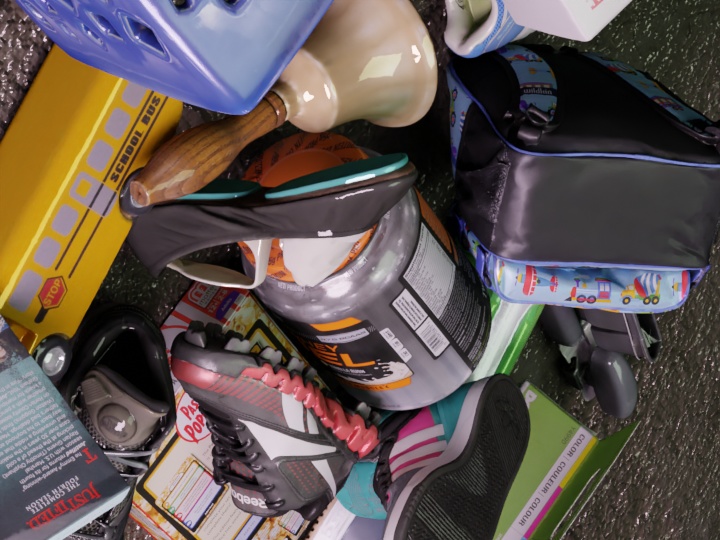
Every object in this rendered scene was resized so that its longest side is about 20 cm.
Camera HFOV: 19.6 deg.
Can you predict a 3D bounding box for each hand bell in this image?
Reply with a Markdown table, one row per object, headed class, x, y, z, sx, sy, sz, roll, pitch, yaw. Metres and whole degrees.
| class | x | y | z | sx | sy | sz | roll | pitch | yaw |
| --- | --- | --- | --- | --- | --- | --- | --- | --- | --- |
| hand bell | -0.058 | -0.090 | 1.207 | 0.199 | 0.104 | 0.105 | -35 | 134 | -36 |

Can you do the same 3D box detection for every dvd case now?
| class | x | y | z | sx | sy | sz | roll | pitch | yaw |
| --- | --- | --- | --- | --- | --- | --- | --- | --- | --- |
| dvd case | -0.232 | 0.071 | 1.075 | 0.146 | 0.200 | 0.022 | -31 | 165 | -37 |

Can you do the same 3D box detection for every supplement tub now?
| class | x | y | z | sx | sy | sz | roll | pitch | yaw |
| --- | --- | --- | --- | --- | --- | --- | --- | --- | --- |
| supplement tub | 0.000 | 0.000 | 1.350 | 0.123 | 0.122 | 0.200 | -56 | 146 | -11 |

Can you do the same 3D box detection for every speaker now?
| class | x | y | z | sx | sy | sz | roll | pitch | yaw |
| --- | --- | --- | --- | --- | --- | --- | --- | --- | --- |
| speaker | 0.071 | 0.060 | 1.509 | 0.088 | 0.088 | 0.201 | 32 | 85 | -53 |

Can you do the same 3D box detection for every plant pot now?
| class | x | y | z | sx | sy | sz | roll | pitch | yaw |
| --- | --- | --- | --- | --- | --- | --- | --- | --- | --- |
| plant pot | -0.106 | -0.220 | 1.040 | 0.180 | 0.199 | 0.201 | 42 | 78 | -36 |

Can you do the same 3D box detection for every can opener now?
| class | x | y | z | sx | sy | sz | roll | pitch | yaw |
| --- | --- | --- | --- | --- | --- | --- | --- | --- | --- |
| can opener | 0.176 | 0.036 | 1.645 | 0.053 | 0.066 | 0.201 | -50 | 135 | -21 |

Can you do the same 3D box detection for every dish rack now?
| class | x | y | z | sx | sy | sz | roll | pitch | yaw |
| --- | --- | --- | --- | --- | --- | --- | --- | --- | --- |
| dish rack | 0.205 | -0.050 | 1.589 | 0.154 | 0.054 | 0.201 | 67 | 34 | -44 |

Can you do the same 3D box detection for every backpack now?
| class | x | y | z | sx | sy | sz | roll | pitch | yaw |
| --- | --- | --- | --- | --- | --- | --- | --- | --- | --- |
| backpack | 0.139 | -0.074 | 1.418 | 0.181 | 0.200 | 0.136 | 2 | 115 | -18 |

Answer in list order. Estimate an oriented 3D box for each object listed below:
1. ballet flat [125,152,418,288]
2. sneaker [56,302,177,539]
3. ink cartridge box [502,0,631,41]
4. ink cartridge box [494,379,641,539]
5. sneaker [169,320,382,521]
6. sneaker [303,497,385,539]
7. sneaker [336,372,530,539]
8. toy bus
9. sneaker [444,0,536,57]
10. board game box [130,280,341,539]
| class | x | y | z | sx | sy | sz | roll | pitch | yaw |
| --- | --- | --- | --- | --- | --- | --- | --- | --- | --- |
| ballet flat | -0.050 | -0.027 | 1.227 | 0.068 | 0.198 | 0.069 | -33 | 115 | -56 |
| sneaker | -0.159 | 0.117 | 1.217 | 0.076 | 0.114 | 0.201 | 18 | 86 | -8 |
| ink cartridge box | 0.124 | -0.266 | 1.290 | 0.145 | 0.083 | 0.201 | -43 | 122 | -13 |
| ink cartridge box | 0.110 | 0.156 | 1.524 | 0.148 | 0.076 | 0.200 | -52 | -178 | -17 |
| sneaker | -0.062 | 0.100 | 1.304 | 0.099 | 0.070 | 0.200 | -62 | 144 | -8 |
| sneaker | -0.014 | 0.252 | 1.470 | 0.201 | 0.108 | 0.070 | -59 | 179 | 5 |
| sneaker | 0.027 | 0.148 | 1.385 | 0.084 | 0.120 | 0.200 | 58 | 36 | -17 |
| toy bus | -0.176 | -0.028 | 1.176 | 0.078 | 0.065 | 0.201 | 34 | 83 | -53 |
| sneaker | 0.084 | -0.229 | 1.371 | 0.077 | 0.075 | 0.201 | -39 | 134 | -35 |
| board game box | -0.088 | 0.116 | 1.379 | 0.152 | 0.046 | 0.200 | -53 | 141 | -15 |
